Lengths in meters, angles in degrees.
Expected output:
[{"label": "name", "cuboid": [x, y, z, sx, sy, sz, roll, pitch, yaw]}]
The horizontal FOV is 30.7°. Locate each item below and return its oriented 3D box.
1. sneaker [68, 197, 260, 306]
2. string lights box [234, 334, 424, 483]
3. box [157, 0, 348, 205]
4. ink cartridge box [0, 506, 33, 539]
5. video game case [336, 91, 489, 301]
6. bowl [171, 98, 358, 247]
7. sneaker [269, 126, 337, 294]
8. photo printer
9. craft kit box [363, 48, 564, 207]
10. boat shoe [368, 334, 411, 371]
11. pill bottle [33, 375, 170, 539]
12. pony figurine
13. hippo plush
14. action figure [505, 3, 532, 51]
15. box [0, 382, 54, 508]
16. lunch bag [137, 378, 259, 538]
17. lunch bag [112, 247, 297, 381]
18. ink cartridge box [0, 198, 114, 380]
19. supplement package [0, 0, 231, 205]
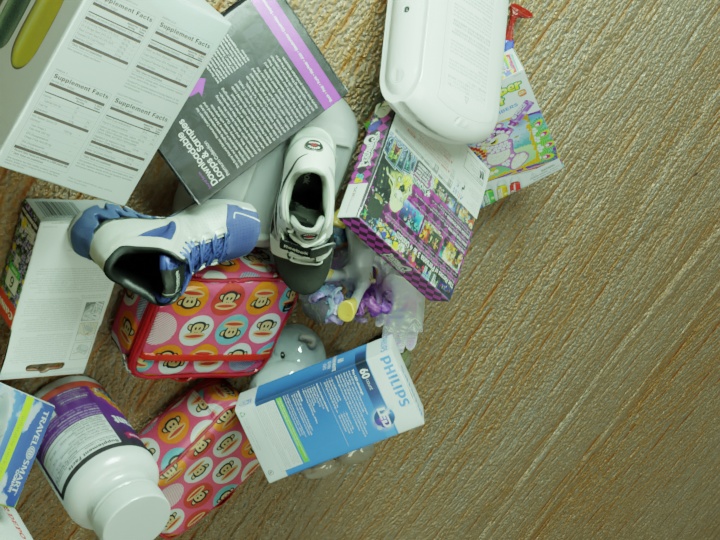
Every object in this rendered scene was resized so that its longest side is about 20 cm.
[{"label": "sneaker", "cuboid": [-0.189, -0.012, 1.348, 0.199, 0.115, 0.081, -5, 126, -32]}, {"label": "string lights box", "cuboid": [-0.035, 0.163, 1.548, 0.199, 0.059, 0.103, -21, 105, 7]}, {"label": "box", "cuboid": [-0.132, -0.183, 1.352, 0.200, 0.036, 0.143, -38, 108, -10]}, {"label": "ink cartridge box", "cuboid": [-0.481, 0.297, 1.421, 0.146, 0.147, 0.200, -49, 140, 4]}, {"label": "video game case", "cuboid": [0.066, -0.089, 1.494, 0.200, 0.036, 0.182, 40, 60, -44]}, {"label": "bowl", "cuboid": [-0.095, -0.108, 1.473, 0.199, 0.075, 0.201, 1, 121, -43]}, {"label": "sneaker", "cuboid": [-0.063, -0.046, 1.411, 0.074, 0.089, 0.201, 2, 124, -1]}, {"label": "photo printer", "cuboid": [0.094, -0.244, 1.448, 0.166, 0.069, 0.201, 18, 74, -50]}, {"label": "craft kit box", "cuboid": [0.132, -0.153, 1.608, 0.199, 0.049, 0.198, -27, 138, 8]}, {"label": "boat shoe", "cuboid": [-0.013, 0.165, 1.783, 0.200, 0.073, 0.063, -38, 136, -20]}, {"label": "pill bottle", "cuboid": [-0.295, 0.219, 1.475, 0.111, 0.200, 0.112, -24, 137, -24]}, {"label": "pony figurine", "cuboid": [0.000, 0.000, 1.576, 0.200, 0.166, 0.194, -32, 136, -71]}, {"label": "hippo plush", "cuboid": [-0.048, 0.143, 1.638, 0.200, 0.159, 0.161, -57, 132, -27]}, {"label": "action figure", "cuboid": [0.164, -0.227, 1.621, 0.065, 0.052, 0.201, -18, 136, -33]}, {"label": "box", "cuboid": [-0.397, 0.175, 1.373, 0.122, 0.048, 0.200, -69, 156, -11]}, {"label": "lunch bag", "cuboid": [-0.207, 0.246, 1.671, 0.200, 0.082, 0.176, -40, 141, -7]}, {"label": "lunch bag", "cuboid": [-0.185, 0.058, 1.524, 0.199, 0.082, 0.177, 2, 125, -40]}, {"label": "ink cartridge box", "cuboid": [-0.325, 0.021, 1.398, 0.109, 0.050, 0.201, -1, 125, -41]}, {"label": "supplement package", "cuboid": [-0.254, -0.196, 1.192, 0.150, 0.152, 0.200, 18, 110, -47]}]
